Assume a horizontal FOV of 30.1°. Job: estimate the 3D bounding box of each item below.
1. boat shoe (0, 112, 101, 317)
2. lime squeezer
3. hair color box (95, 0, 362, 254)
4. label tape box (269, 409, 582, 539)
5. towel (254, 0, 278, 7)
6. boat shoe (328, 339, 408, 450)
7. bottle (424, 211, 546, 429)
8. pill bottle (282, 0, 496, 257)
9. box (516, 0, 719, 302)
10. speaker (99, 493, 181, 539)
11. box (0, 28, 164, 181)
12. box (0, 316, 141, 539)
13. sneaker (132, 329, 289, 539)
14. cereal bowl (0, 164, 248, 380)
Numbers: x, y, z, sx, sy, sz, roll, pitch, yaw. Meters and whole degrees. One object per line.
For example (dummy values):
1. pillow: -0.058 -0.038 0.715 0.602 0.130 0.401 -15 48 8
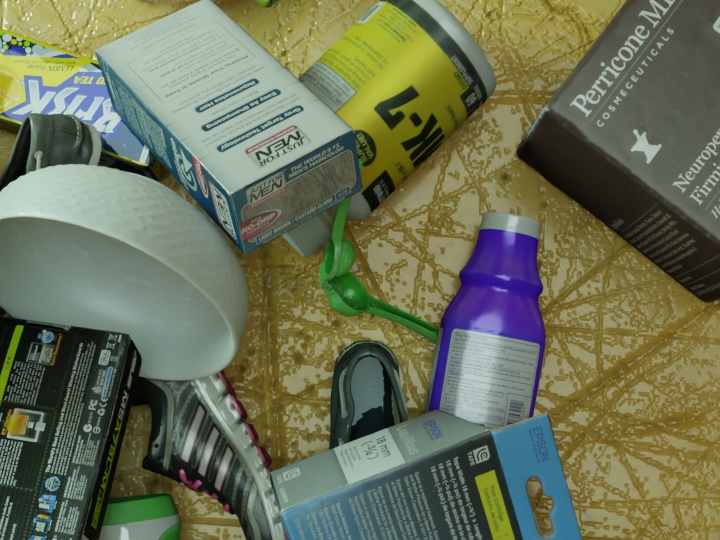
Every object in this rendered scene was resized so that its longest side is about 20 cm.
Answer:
1. boat shoe: -0.267 -0.037 1.011 0.201 0.057 0.067 -54 46 20
2. lime squeezer: 0.000 0.000 1.000 0.070 0.201 0.038 -3 48 23
3. hair color box: -0.095 -0.106 0.943 0.100 0.061 0.200 -29 49 -18
4. label tape box: 0.051 0.185 0.972 0.199 0.063 0.145 -20 111 -5
5. towel: -0.113 -0.298 1.055 0.200 0.023 0.144 41 49 2
6. boat shoe: 0.007 0.154 1.025 0.072 0.062 0.202 -1 85 -4
7. bottle: 0.100 0.057 1.035 0.083 0.065 0.202 10 84 -5
8. pill bottle: -0.002 -0.112 1.028 0.200 0.114 0.114 -44 86 -4
9. box: 0.250 -0.104 1.004 0.200 0.164 0.166 38 85 3
10. speaker: -0.167 0.271 0.997 0.088 0.088 0.202 -6 84 -1
11. box: -0.244 -0.137 1.054 0.199 0.064 0.071 18 83 2
12. box: -0.267 0.129 0.925 0.191 0.048 0.201 6 66 8
13. sneaker: -0.118 0.146 1.021 0.087 0.074 0.201 -28 80 -4
14. cereal bowl: -0.168 -0.008 0.949 0.199 0.201 0.084 19 58 2
